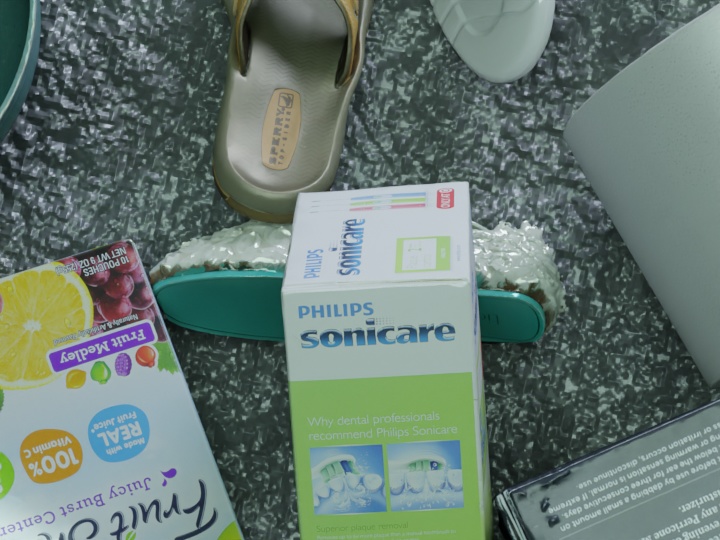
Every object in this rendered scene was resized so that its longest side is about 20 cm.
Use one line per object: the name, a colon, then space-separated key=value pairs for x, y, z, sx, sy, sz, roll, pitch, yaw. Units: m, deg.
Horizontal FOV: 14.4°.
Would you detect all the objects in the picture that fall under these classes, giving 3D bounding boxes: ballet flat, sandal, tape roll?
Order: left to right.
sandal: x=-0.034 y=-0.120 z=1.377 sx=0.080 sy=0.054 sz=0.200 roll=4 pitch=64 yaw=0
ballet flat: x=0.000 y=0.000 z=1.378 sx=0.200 sy=0.072 sz=0.072 roll=4 pitch=83 yaw=2
sandal: x=0.063 y=-0.192 z=1.396 sx=0.050 sy=0.082 sz=0.203 roll=-6 pitch=77 yaw=-41
tape roll: x=0.212 y=-0.053 z=1.294 sx=0.203 sy=0.203 sz=0.139 roll=-29 pitch=81 yaw=0

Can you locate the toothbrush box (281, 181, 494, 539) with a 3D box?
toothbrush box: x=0.015 y=0.077 z=1.283 sx=0.086 sy=0.146 sz=0.200 roll=-4 pitch=107 yaw=3

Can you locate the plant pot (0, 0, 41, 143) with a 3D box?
plant pot: x=-0.242 y=-0.112 z=1.365 sx=0.200 sy=0.134 sz=0.200 roll=-1 pitch=82 yaw=4

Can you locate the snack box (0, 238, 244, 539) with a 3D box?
snack box: x=-0.141 y=0.101 z=1.336 sx=0.142 sy=0.053 sz=0.200 roll=-18 pitch=80 yaw=-14

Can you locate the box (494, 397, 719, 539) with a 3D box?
box: x=0.153 y=0.171 z=1.268 sx=0.124 sy=0.200 sz=0.197 roll=-22 pitch=82 yaw=0
